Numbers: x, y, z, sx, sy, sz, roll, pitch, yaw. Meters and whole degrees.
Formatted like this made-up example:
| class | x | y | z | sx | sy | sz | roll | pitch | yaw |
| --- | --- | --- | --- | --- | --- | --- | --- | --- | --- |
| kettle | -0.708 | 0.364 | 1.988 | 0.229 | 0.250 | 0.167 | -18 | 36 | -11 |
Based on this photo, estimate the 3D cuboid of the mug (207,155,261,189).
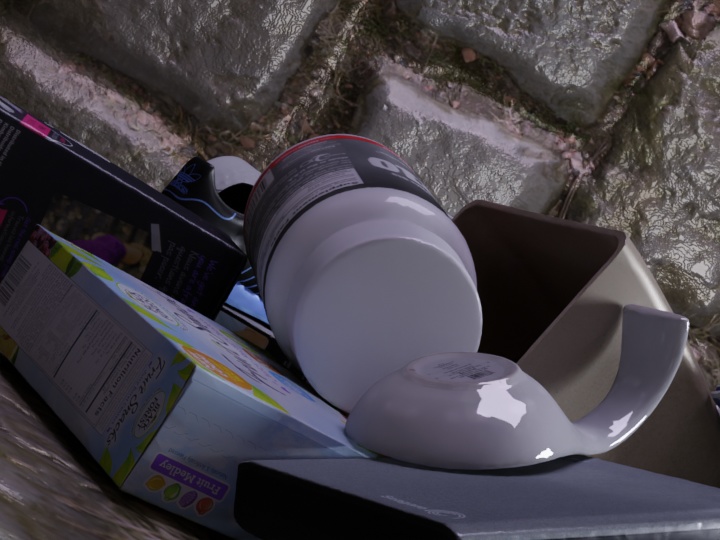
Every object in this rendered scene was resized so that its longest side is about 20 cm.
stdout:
| class | x | y | z | sx | sy | sz | roll | pitch | yaw |
| --- | --- | --- | --- | --- | --- | --- | --- | --- | --- |
| mug | -0.106 | 0.004 | 1.718 | 0.175 | 0.148 | 0.200 | 38 | -27 | 29 |

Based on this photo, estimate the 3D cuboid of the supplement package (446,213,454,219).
| class | x | y | z | sx | sy | sz | roll | pitch | yaw |
| --- | --- | --- | --- | --- | --- | --- | --- | --- | --- |
| supplement package | 0.062 | 0.063 | 1.393 | 0.150 | 0.201 | 0.152 | 30 | 2 | -37 |

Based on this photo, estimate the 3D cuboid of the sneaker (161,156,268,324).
| class | x | y | z | sx | sy | sz | roll | pitch | yaw |
| --- | --- | --- | --- | --- | --- | --- | --- | --- | --- |
| sneaker | -0.067 | -0.010 | 1.133 | 0.070 | 0.078 | 0.200 | 32 | 2 | 40 |

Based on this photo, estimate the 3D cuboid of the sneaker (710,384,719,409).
| class | x | y | z | sx | sy | sz | roll | pitch | yaw |
| --- | --- | --- | --- | --- | --- | --- | --- | --- | --- |
| sneaker | 0.266 | 0.109 | 0.941 | 0.080 | 0.116 | 0.199 | -11 | -2 | 36 |

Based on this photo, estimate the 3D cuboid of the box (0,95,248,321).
| class | x | y | z | sx | sy | sz | roll | pitch | yaw |
| --- | --- | --- | --- | --- | --- | --- | --- | --- | --- |
| box | -0.179 | -0.021 | 0.968 | 0.200 | 0.106 | 0.122 | 31 | 1 | -12 |

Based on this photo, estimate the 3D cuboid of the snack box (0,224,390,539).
| class | x | y | z | sx | sy | sz | roll | pitch | yaw |
| --- | --- | --- | --- | --- | --- | --- | --- | --- | --- |
| snack box | -0.074 | 0.068 | 0.791 | 0.168 | 0.068 | 0.200 | 32 | -1 | -35 |

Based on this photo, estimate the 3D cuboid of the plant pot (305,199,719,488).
| class | x | y | z | sx | sy | sz | roll | pitch | yaw |
| --- | --- | --- | --- | --- | --- | --- | --- | --- | --- |
| plant pot | 0.096 | 0.099 | 0.947 | 0.177 | 0.200 | 0.200 | 45 | -9 | -20 |

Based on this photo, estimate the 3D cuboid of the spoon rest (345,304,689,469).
| class | x | y | z | sx | sy | sz | roll | pitch | yaw |
| --- | --- | --- | --- | --- | --- | --- | --- | --- | --- |
| spoon rest | 0.081 | 0.064 | 0.773 | 0.199 | 0.061 | 0.099 | -13 | 18 | -40 |

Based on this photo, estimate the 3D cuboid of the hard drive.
| class | x | y | z | sx | sy | sz | roll | pitch | yaw |
| --- | --- | --- | --- | --- | --- | --- | --- | --- | --- |
| hard drive | 0.066 | 0.105 | 0.686 | 0.199 | 0.033 | 0.139 | 4 | 3 | -39 |

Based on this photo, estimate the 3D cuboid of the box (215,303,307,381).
| class | x | y | z | sx | sy | sz | roll | pitch | yaw |
| --- | --- | --- | --- | --- | --- | --- | --- | --- | --- |
| box | -0.121 | 0.038 | 1.144 | 0.199 | 0.060 | 0.117 | 32 | 1 | -7 |

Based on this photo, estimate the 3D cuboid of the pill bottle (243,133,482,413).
| class | x | y | z | sx | sy | sz | roll | pitch | yaw |
| --- | --- | --- | --- | --- | --- | --- | --- | --- | --- |
| pill bottle | 0.000 | 0.000 | 0.896 | 0.114 | 0.114 | 0.200 | 31 | 10 | -17 |

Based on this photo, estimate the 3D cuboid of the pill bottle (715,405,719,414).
| class | x | y | z | sx | sy | sz | roll | pitch | yaw |
| --- | --- | --- | --- | --- | --- | --- | --- | --- | --- |
| pill bottle | 0.212 | 0.158 | 1.061 | 0.113 | 0.113 | 0.200 | 31 | -37 | -8 |
